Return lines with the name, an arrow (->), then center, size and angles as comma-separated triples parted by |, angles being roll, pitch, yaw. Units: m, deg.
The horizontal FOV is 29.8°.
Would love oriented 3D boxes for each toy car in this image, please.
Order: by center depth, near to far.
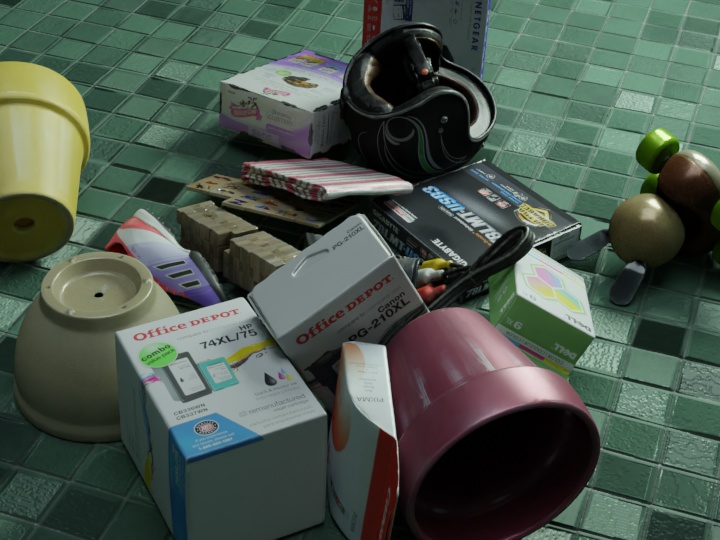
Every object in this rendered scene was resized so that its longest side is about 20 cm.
toy car -> 0.364, -0.044, 1.684 | 0.199, 0.158, 0.164 | -38, 56, -9

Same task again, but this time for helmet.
helmet -> 0.078, -0.214, 1.823 | 0.198, 0.191, 0.202 | -11, 58, 18

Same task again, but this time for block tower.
block tower -> -0.145, -0.022, 1.632 | 0.054, 0.058, 0.199 | -16, 33, -38

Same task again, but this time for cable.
cable -> 0.112, 0.004, 1.562 | 0.050, 0.199, 0.097 | 42, 48, -15

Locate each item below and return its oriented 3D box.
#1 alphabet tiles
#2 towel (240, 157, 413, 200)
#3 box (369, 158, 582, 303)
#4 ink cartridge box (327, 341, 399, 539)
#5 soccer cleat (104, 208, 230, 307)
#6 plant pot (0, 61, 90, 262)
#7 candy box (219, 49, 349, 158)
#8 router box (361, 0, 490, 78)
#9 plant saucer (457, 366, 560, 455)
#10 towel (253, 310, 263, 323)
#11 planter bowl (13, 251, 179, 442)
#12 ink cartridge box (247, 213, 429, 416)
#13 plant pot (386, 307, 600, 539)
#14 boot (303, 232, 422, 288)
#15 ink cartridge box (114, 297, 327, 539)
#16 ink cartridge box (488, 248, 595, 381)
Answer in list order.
alphabet tiles -> -0.117, -0.093, 1.749 | 0.198, 0.008, 0.167 | 13, 17, 15
towel -> -0.045, -0.115, 1.750 | 0.145, 0.030, 0.199 | -8, 18, -37
box -> 0.145, -0.057, 1.730 | 0.197, 0.050, 0.200 | -20, 41, -29
ink cartridge box -> -0.002, 0.193, 1.277 | 0.050, 0.163, 0.201 | 5, 36, -5
soccer cleat -> -0.229, 0.002, 1.623 | 0.073, 0.068, 0.200 | -41, 54, -14
plant pot -> -0.427, -0.121, 1.675 | 0.199, 0.202, 0.190 | -8, 53, -14
candy box -> -0.075, -0.238, 1.919 | 0.167, 0.072, 0.199 | 22, 32, 29
router box -> 0.092, -0.321, 1.959 | 0.177, 0.202, 0.049 | 8, 32, 8
plant saucer -> 0.127, 0.140, 1.473 | 0.198, 0.028, 0.201 | 2, 36, -2
towel -> -0.067, 0.046, 1.499 | 0.143, 0.024, 0.200 | -11, -1, -21
planter bowl -> -0.279, 0.067, 1.457 | 0.198, 0.136, 0.201 | 1, 35, -1
ink cartridge box -> -0.001, 0.064, 1.384 | 0.144, 0.201, 0.084 | -36, 42, -2
plant pot -> 0.106, 0.141, 1.314 | 0.198, 0.201, 0.180 | -10, 42, -17
boot -> 0.000, 0.000, 1.592 | 0.130, 0.071, 0.200 | 4, 10, -9
ink cartridge box -> -0.140, 0.154, 1.334 | 0.145, 0.147, 0.200 | -15, 39, -23
ink cartridge box -> 0.201, 0.050, 1.518 | 0.103, 0.060, 0.200 | 29, 25, -10
